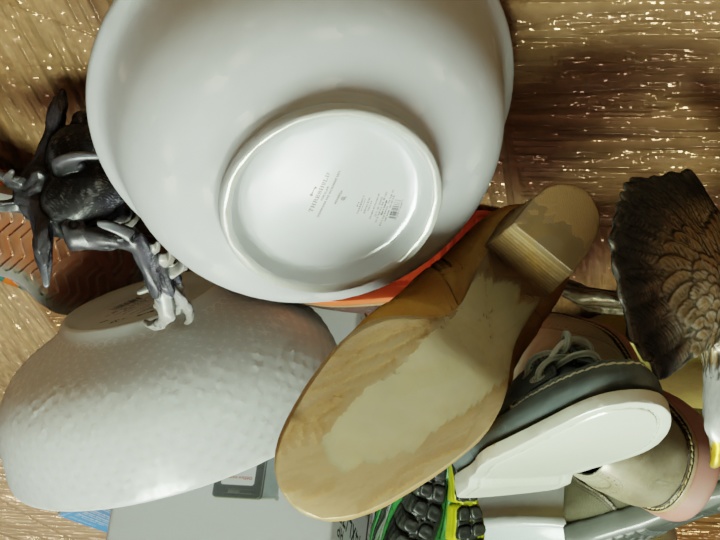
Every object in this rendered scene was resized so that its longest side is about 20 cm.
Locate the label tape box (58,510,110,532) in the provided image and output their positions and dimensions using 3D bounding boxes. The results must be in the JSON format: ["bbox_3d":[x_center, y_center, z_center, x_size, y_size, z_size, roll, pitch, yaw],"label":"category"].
[{"bbox_3d":[-0.120,0.165,1.304,0.143,0.066,0.200,26,146,-34],"label":"label tape box"}]

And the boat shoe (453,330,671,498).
[{"bbox_3d":[0.081,0.061,0.756,0.072,0.062,0.200,-2,165,-11],"label":"boat shoe"}]

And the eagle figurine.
[{"bbox_3d":[0.183,0.021,0.782,0.151,0.152,0.200,-19,175,-2],"label":"eagle figurine"}]

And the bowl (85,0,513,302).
[{"bbox_3d":[-0.020,-0.054,0.737,0.200,0.091,0.202,-6,129,-7],"label":"bowl"}]

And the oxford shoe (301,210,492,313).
[{"bbox_3d":[0.000,0.000,0.952,0.199,0.072,0.073,9,158,-5],"label":"oxford shoe"}]

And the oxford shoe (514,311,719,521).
[{"bbox_3d":[0.108,0.062,0.888,0.074,0.071,0.200,18,-172,-29],"label":"oxford shoe"}]

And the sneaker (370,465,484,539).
[{"bbox_3d":[0.042,0.110,1.024,0.078,0.201,0.085,15,-177,-19],"label":"sneaker"}]

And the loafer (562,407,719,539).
[{"bbox_3d":[0.210,0.111,1.011,0.199,0.070,0.075,-20,162,12],"label":"loafer"}]

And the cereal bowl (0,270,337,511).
[{"bbox_3d":[-0.111,0.055,0.939,0.199,0.200,0.084,-8,107,27],"label":"cereal bowl"}]

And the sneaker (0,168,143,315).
[{"bbox_3d":[-0.207,-0.030,0.955,0.080,0.072,0.200,35,-170,38],"label":"sneaker"}]

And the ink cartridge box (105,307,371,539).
[{"bbox_3d":[-0.067,0.138,1.089,0.145,0.201,0.147,0,153,12],"label":"ink cartridge box"}]

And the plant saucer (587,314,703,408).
[{"bbox_3d":[0.214,0.067,1.055,0.200,0.049,0.199,28,145,-34],"label":"plant saucer"}]

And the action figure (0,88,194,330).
[{"bbox_3d":[-0.101,-0.031,0.867,0.199,0.119,0.102,-1,145,2],"label":"action figure"}]

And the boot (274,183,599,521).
[{"bbox_3d":[0.028,0.048,0.775,0.071,0.201,0.144,44,159,2],"label":"boot"}]

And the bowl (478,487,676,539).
[{"bbox_3d":[0.140,0.177,1.220,0.200,0.091,0.201,5,153,3],"label":"bowl"}]
